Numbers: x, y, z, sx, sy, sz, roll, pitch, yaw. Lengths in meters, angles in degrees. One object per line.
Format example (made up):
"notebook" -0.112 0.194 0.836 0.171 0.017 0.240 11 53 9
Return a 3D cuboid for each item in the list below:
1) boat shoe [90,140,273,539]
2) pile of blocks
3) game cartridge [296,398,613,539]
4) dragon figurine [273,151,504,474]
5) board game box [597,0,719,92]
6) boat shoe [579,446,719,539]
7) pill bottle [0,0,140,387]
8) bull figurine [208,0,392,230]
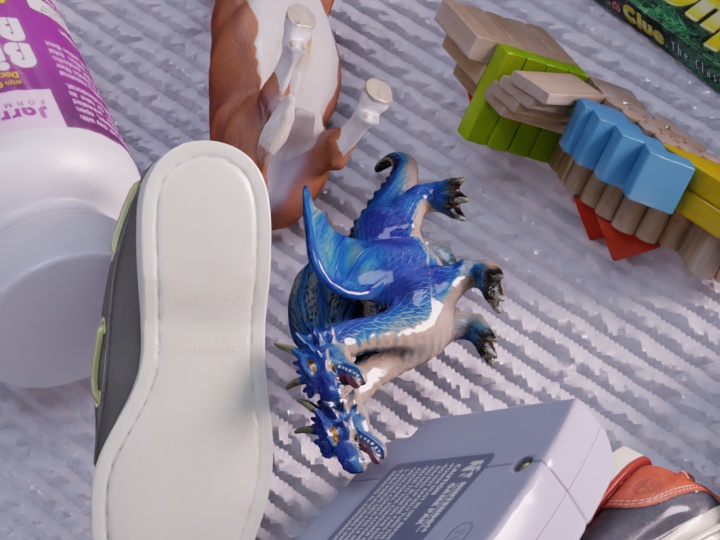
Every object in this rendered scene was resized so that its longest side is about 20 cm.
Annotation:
"boat shoe" -0.075 0.048 0.919 0.072 0.060 0.202 6 90 -17
"pile of blocks" 0.099 -0.047 0.995 0.082 0.062 0.200 -1 32 -49
"game cartridge" 0.007 0.126 0.840 0.133 0.042 0.200 -7 32 51
"dragon figurine" 0.000 0.000 0.956 0.099 0.059 0.200 -6 42 -13
"board game box" 0.193 -0.130 1.076 0.105 0.023 0.200 -38 56 -16
"boat shoe" 0.076 0.151 0.850 0.063 0.071 0.200 28 58 24
"pill bottle" -0.163 -0.047 1.011 0.112 0.112 0.200 -23 52 -9
"bull figurine" -0.038 -0.113 1.053 0.065 0.121 0.200 10 55 -26
